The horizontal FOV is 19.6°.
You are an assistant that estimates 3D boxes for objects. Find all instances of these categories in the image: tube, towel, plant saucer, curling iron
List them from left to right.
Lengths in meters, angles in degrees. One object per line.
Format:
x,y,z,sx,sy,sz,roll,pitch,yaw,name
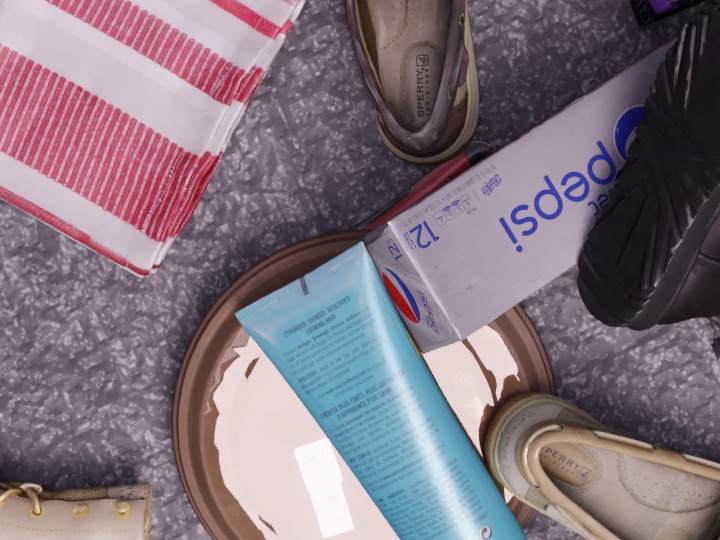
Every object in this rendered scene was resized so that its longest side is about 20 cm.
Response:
-0.121,-0.115,1.067,0.144,0.023,0.201,29,92,0,towel
0.000,0.000,1.067,0.199,0.026,0.050,-33,88,1,curling iron
0.004,0.080,1.055,0.199,0.029,0.201,-1,101,-4,plant saucer
0.022,0.087,1.020,0.077,0.050,0.201,-30,99,17,tube

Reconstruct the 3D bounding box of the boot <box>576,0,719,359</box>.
0.202,-0.045,0.984,0.162,0.073,0.199,2,125,-39,boot

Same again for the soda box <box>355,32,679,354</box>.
0.099,-0.041,1.020,0.200,0.063,0.068,-34,92,-18,soda box

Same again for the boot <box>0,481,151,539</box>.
-0.183,0.110,1.047,0.154,0.073,0.201,-9,93,1,boot

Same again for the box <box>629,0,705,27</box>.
0.216,-0.208,1.014,0.199,0.122,0.107,-21,91,0,box

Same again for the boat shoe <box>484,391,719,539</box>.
0.156,0.123,1.037,0.200,0.063,0.073,30,90,-16,boat shoe

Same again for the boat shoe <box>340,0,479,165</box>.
0.023,-0.155,1.040,0.073,0.065,0.201,-12,86,4,boat shoe
